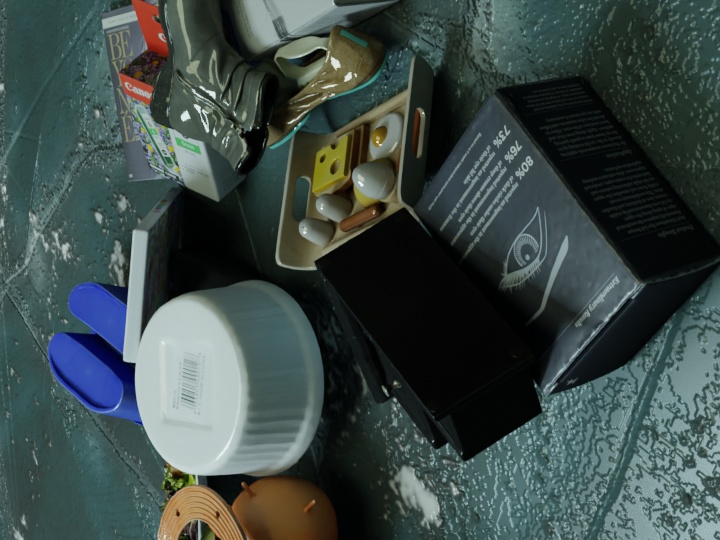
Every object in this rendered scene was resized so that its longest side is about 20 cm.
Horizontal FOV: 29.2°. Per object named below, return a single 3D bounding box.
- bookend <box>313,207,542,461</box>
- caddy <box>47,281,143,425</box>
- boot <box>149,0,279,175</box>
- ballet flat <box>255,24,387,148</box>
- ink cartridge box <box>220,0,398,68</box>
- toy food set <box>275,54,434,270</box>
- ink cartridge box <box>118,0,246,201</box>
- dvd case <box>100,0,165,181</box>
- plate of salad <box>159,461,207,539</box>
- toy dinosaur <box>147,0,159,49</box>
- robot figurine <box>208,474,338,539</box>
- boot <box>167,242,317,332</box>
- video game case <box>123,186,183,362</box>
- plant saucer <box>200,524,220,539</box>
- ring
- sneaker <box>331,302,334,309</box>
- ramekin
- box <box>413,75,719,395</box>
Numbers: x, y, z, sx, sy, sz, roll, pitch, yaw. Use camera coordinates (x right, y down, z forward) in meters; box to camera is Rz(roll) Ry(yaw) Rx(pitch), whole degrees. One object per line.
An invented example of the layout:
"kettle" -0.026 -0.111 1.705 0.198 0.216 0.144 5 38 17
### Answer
"bookend" 0.069 0.088 1.141 0.199 0.092 0.200 51 169 42
"caddy" -0.276 0.097 1.640 0.200 0.105 0.142 32 102 40
"boot" -0.124 -0.199 1.289 0.130 0.068 0.201 28 124 28
"ballet flat" -0.057 -0.179 1.302 0.200 0.072 0.068 -24 38 52
"ink cartridge box" -0.068 -0.285 1.295 0.200 0.084 0.146 -18 86 52
"toy food set" -0.010 -0.095 1.254 0.200 0.060 0.144 -23 54 50
"ink cartridge box" -0.190 -0.174 1.427 0.109 0.050 0.200 25 145 31
"dvd case" -0.237 -0.203 1.571 0.148 0.016 0.201 0 101 50
"plate of salad" -0.208 0.262 1.601 0.200 0.048 0.201 177 90 -75
"toy dinosaur" -0.203 -0.301 1.465 0.088 0.047 0.200 50 132 12
"robot figurine" -0.080 0.292 1.432 0.144 0.116 0.200 51 153 41
"boot" -0.140 0.078 1.495 0.200 0.066 0.165 25 107 37
"video game case" -0.222 0.000 1.497 0.200 0.018 0.144 -79 -4 -74
"plant saucer" -0.137 0.364 1.507 0.200 0.031 0.201 -17 -90 -85
"ring" -0.151 0.316 1.397 0.200 0.019 0.201 10 103 52
"sneaker" 0.000 0.000 1.301 0.200 0.082 0.074 53 134 25
"ramekin" -0.138 0.111 1.387 0.200 0.098 0.201 2 93 44
"box" 0.158 -0.029 1.089 0.200 0.104 0.148 56 137 21
